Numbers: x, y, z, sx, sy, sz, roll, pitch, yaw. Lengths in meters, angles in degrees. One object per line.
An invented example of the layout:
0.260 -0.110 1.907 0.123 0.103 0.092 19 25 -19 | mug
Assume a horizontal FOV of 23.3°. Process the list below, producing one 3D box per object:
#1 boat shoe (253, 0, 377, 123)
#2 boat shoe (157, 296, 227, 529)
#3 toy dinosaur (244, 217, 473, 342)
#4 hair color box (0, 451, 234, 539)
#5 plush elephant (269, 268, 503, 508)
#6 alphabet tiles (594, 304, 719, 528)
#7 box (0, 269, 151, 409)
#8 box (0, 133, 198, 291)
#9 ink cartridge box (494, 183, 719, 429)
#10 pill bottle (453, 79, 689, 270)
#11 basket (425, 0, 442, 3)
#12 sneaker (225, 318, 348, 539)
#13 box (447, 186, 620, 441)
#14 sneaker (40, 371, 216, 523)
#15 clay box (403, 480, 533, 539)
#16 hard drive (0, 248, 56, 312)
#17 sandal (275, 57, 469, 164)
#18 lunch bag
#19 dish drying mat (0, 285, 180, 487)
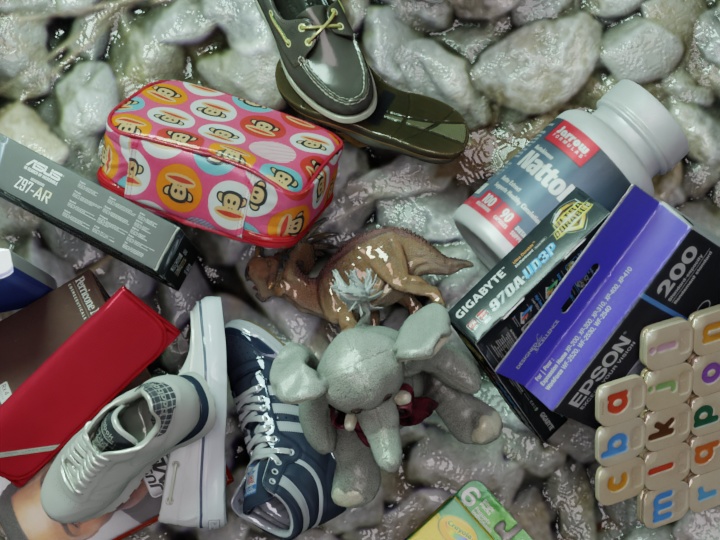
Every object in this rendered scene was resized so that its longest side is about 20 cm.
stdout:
-0.047 -0.221 1.581 0.071 0.061 0.202 -26 63 -13 | boat shoe
-0.148 0.122 1.506 0.066 0.074 0.201 0 81 -4 | boat shoe
0.000 0.000 1.574 0.199 0.086 0.136 -23 82 -3 | toy dinosaur
-0.225 0.190 1.566 0.199 0.061 0.102 -28 83 -2 | hair color box
0.013 0.099 1.440 0.164 0.155 0.201 -20 96 10 | plush elephant
0.286 0.128 1.526 0.195 0.015 0.201 -16 118 -23 | alphabet tiles
-0.297 0.098 1.551 0.199 0.075 0.100 -30 46 -4 | box
-0.247 -0.053 1.545 0.199 0.160 0.044 28 84 4 | box
0.232 0.042 1.497 0.199 0.200 0.043 -55 51 9 | ink cartridge box
0.192 -0.073 1.563 0.200 0.120 0.120 -43 85 -4 | pill bottle
0.022 -0.382 1.582 0.199 0.161 0.199 23 85 5 | basket
-0.087 0.144 1.542 0.108 0.070 0.201 -30 85 -43 | sneaker
0.174 0.043 1.513 0.159 0.200 0.046 -44 52 -4 | box
-0.213 0.149 1.468 0.200 0.080 0.077 -41 73 26 | sneaker
0.068 0.292 1.557 0.200 0.048 0.115 -43 85 -3 | clay box
-0.346 0.018 1.517 0.131 0.200 0.026 -13 83 -1 | hard drive
0.008 -0.145 1.604 0.199 0.055 0.082 24 60 13 | sandal
-0.119 -0.105 1.556 0.199 0.176 0.082 20 120 10 | lunch bag
-0.248 0.103 1.499 0.200 0.018 0.077 -43 126 7 | dish drying mat
